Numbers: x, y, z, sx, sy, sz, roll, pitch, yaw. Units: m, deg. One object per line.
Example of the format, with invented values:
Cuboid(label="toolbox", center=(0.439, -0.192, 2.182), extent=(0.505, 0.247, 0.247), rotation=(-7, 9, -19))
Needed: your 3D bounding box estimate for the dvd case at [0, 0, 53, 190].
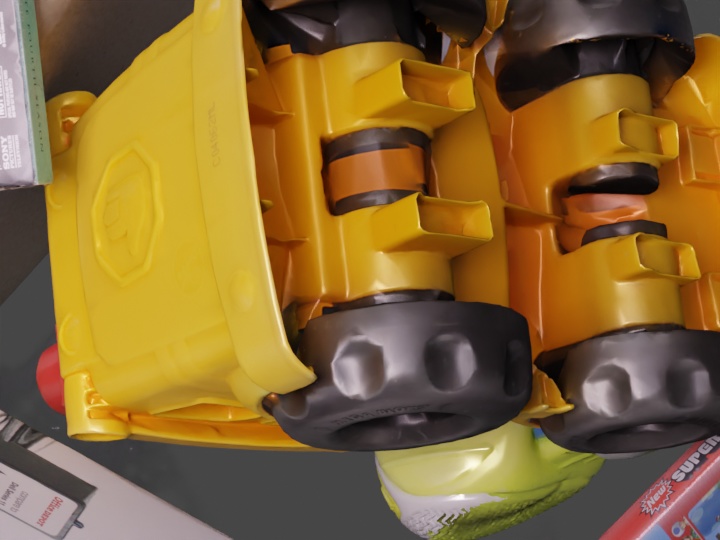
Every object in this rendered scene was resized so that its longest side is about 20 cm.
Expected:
Cuboid(label="dvd case", center=(-0.187, -0.085, 0.776), extent=(0.199, 0.022, 0.147), rotation=(-6, 92, 10))

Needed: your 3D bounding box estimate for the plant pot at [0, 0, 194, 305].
Cuboid(label="plant pot", center=(-0.183, -0.058, 0.879), extent=(0.199, 0.200, 0.178), rotation=(28, 91, 8))

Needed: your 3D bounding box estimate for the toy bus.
Cuboid(label="toy bus", center=(0.000, 0.000, 0.831), extent=(0.199, 0.192, 0.137), rotation=(6, 68, -38))

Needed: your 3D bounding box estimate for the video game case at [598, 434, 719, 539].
Cuboid(label="video game case", center=(0.152, 0.092, 0.873), extent=(0.200, 0.017, 0.143), rotation=(-44, 117, -10))

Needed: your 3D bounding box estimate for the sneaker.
Cuboid(label="sneaker", center=(0.089, 0.007, 0.908), extent=(0.199, 0.076, 0.106), rotation=(-21, 76, -4))

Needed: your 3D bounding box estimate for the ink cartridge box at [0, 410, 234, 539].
Cuboid(label="ink cartridge box", center=(-0.142, 0.104, 0.769), extent=(0.199, 0.083, 0.147), rotation=(29, 110, 4))
